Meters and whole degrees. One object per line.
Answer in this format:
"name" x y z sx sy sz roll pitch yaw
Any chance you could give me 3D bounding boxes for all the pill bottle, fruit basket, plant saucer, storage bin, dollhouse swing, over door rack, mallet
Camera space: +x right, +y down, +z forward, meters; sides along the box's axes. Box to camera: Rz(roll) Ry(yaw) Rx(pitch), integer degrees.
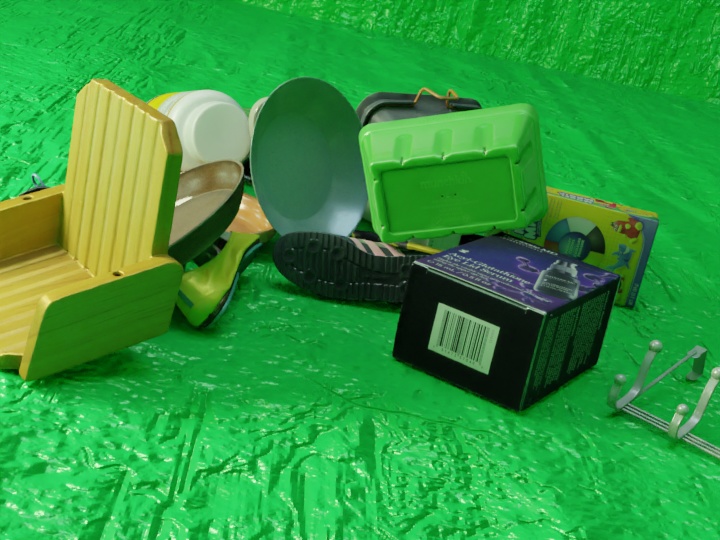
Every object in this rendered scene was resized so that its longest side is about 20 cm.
"pill bottle" -0.206 -0.169 1.498 0.109 0.110 0.200 2 5 -27
"fruit basket" 0.106 -0.103 1.347 0.214 0.156 0.216 -9 19 3
"plant saucer" -0.193 -0.060 1.380 0.199 0.038 0.200 11 18 -4
"plant saucer" -0.193 -0.039 1.181 0.200 0.035 0.200 -26 23 12
"storage bin" 0.101 -0.144 1.518 0.199 0.146 0.134 -1 34 -34
"dollhouse swing" -0.260 -0.046 1.019 0.181 0.177 0.200 -20 35 -31
"plant saucer" -0.066 -0.121 1.391 0.039 0.202 0.201 -3 5 42
"over door rack" 0.351 0.119 1.169 0.147 0.067 0.200 27 24 34
"mallet" 0.063 -0.015 1.430 0.199 0.066 0.041 6 10 29

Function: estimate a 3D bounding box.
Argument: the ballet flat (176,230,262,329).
"ballet flat" -0.147 -0.007 1.197 0.067 0.067 0.200 38 20 -7

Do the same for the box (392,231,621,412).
"box" 0.148 0.044 1.195 0.148 0.105 0.200 21 21 26

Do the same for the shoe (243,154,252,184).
"shoe" -0.066 -0.158 1.619 0.199 0.072 0.091 -10 14 23

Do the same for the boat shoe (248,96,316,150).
"boat shoe" -0.088 -0.133 1.479 0.075 0.200 0.093 -39 31 -13

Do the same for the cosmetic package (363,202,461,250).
"cosmetic package" 0.052 -0.082 1.577 0.082 0.051 0.200 -8 27 -40

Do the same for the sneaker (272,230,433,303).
"sneaker" 0.000 0.000 1.311 0.199 0.071 0.082 13 2 -8

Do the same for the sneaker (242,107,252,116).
"sneaker" -0.180 -0.208 1.783 0.199 0.074 0.083 1 2 -33

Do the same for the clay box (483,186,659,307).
"clay box" 0.252 -0.036 1.475 0.199 0.115 0.048 14 18 5

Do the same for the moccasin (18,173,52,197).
"moccasin" -0.317 -0.053 1.230 0.080 0.069 0.200 10 19 -7
